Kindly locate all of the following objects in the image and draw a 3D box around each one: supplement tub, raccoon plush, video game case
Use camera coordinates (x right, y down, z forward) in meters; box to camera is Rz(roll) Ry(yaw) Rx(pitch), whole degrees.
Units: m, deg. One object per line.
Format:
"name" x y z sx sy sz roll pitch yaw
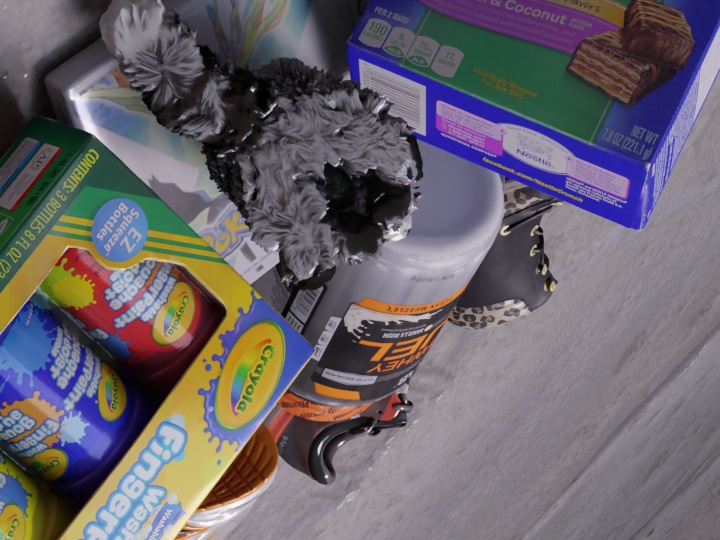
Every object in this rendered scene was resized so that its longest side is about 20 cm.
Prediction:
"supplement tub" 0.000 0.000 1.302 0.122 0.123 0.200 -33 162 -35
"raccoon plush" -0.045 -0.079 1.074 0.097 0.201 0.134 -38 -163 -2
"video game case" -0.058 -0.078 1.114 0.200 0.022 0.183 -38 137 -24

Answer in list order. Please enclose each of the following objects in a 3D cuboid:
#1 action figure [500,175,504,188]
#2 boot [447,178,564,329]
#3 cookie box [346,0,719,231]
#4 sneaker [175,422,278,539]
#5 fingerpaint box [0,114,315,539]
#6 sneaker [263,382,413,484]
"action figure" 0.092 -0.144 1.264 0.070 0.129 0.201 -83 -165 -47
"boot" 0.113 -0.042 1.421 0.202 0.074 0.154 -22 145 10
"cookie box" 0.110 -0.148 1.121 0.075 0.170 0.201 86 29 -64
"sneaker" -0.133 0.159 1.215 0.199 0.076 0.092 -26 153 -26
"fingerpaint box" -0.144 0.060 1.011 0.201 0.073 0.167 -52 122 -12
"sneaker" 0.018 0.072 1.544 0.200 0.082 0.077 -48 160 3
